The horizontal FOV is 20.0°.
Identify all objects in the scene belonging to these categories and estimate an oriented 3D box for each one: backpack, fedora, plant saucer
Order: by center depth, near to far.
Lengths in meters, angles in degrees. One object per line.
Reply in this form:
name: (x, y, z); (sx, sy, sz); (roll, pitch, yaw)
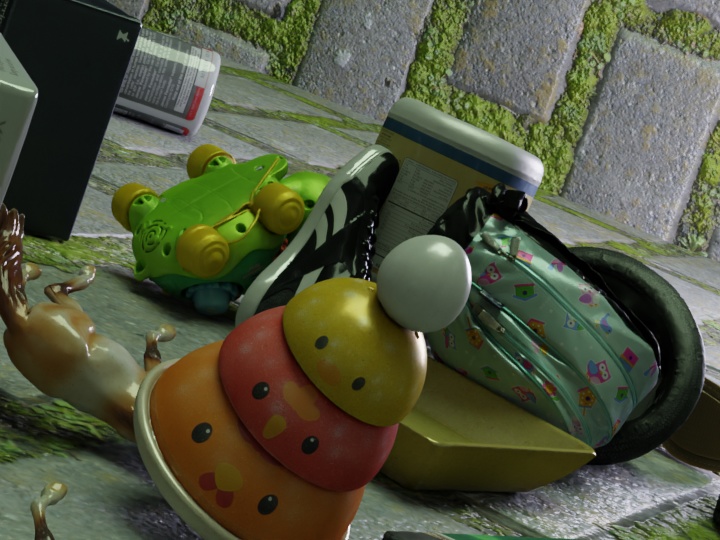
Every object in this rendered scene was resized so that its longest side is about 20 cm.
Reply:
plant saucer: (0.035, 0.105, 1.445); (0.199, 0.049, 0.199); (29, 12, 39)
backpack: (0.130, 0.049, 1.563); (0.200, 0.127, 0.167); (42, -13, 14)
fedora: (0.186, 0.082, 1.668); (0.199, 0.201, 0.092); (24, -23, 24)

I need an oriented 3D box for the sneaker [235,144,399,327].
sneaker: (0.000, 0.000, 1.628); (0.111, 0.201, 0.073); (29, -23, 19)

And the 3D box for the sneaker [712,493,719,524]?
sneaker: (0.335, 0.171, 1.610); (0.085, 0.079, 0.200); (24, 10, 21)

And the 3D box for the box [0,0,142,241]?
box: (-0.301, -0.158, 1.759); (0.122, 0.202, 0.198); (15, 10, -32)

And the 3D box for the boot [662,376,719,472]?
boot: (0.294, 0.127, 1.838); (0.199, 0.077, 0.155); (17, 3, 31)

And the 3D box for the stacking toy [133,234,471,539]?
stacking toy: (-0.015, 0.051, 1.093); (0.145, 0.200, 0.147); (32, 27, -19)

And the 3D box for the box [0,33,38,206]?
box: (-0.307, -0.059, 1.193); (0.170, 0.202, 0.199); (18, 10, -21)

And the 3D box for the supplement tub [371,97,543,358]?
supplement tub: (0.055, -0.030, 1.742); (0.144, 0.202, 0.145); (24, 4, -2)

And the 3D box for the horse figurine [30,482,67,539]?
horse figurine: (-0.163, 0.127, 0.863); (0.199, 0.050, 0.133); (25, 24, -21)

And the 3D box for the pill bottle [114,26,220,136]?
pill bottle: (-0.287, -0.254, 2.597); (0.198, 0.115, 0.114); (18, 9, -13)

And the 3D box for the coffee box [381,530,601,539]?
coffee box: (0.110, 0.189, 1.133); (0.199, 0.044, 0.123); (11, 13, -44)

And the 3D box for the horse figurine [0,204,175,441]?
horse figurine: (-0.154, 0.051, 1.213); (0.200, 0.050, 0.133); (39, 19, -14)

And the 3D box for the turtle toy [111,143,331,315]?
turtle toy: (-0.100, -0.034, 1.680); (0.199, 0.102, 0.145); (-29, 35, -24)
